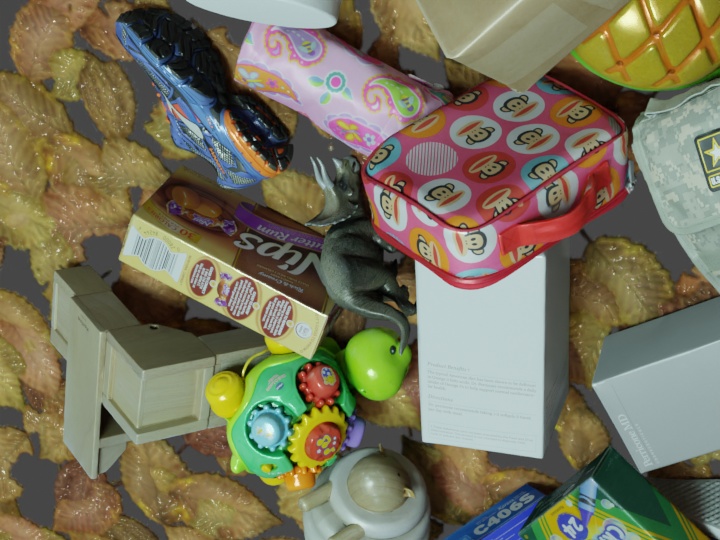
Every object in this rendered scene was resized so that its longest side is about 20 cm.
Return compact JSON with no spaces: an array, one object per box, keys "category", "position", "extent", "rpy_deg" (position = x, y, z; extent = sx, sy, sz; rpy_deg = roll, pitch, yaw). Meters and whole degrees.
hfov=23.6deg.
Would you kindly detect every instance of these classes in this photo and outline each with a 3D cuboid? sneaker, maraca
[{"category":"sneaker","position":[-0.152,-0.148,1.540],"extent":[0.078,0.075,0.200],"rpy_deg":[-36,99,34]},{"category":"sneaker","position":[0.315,0.254,1.584],"extent":[0.198,0.073,0.116],"rpy_deg":[6,122,29]},{"category":"maraca","position":[0.251,-0.201,1.346],"extent":[0.197,0.107,0.138],"rpy_deg":[9,125,3]}]

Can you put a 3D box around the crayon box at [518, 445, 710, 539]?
[{"category":"crayon box","position":[0.254,0.265,1.545],"extent":[0.200,0.052,0.126],"rpy_deg":[42,137,1]}]

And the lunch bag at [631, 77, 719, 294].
[{"category":"lunch bag","position":[0.323,-0.070,1.345],"extent":[0.163,0.118,0.200],"rpy_deg":[-22,118,46]}]

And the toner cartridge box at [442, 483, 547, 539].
[{"category":"toner cartridge box","position":[0.104,0.296,1.620],"extent":[0.199,0.043,0.096],"rpy_deg":[-31,109,-14]}]

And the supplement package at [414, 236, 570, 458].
[{"category":"supplement package","position":[0.119,0.044,1.512],"extent":[0.115,0.117,0.202],"rpy_deg":[7,119,17]}]

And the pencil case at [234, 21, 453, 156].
[{"category":"pencil case","position":[-0.010,-0.155,1.479],"extent":[0.198,0.088,0.088],"rpy_deg":[29,122,3]}]

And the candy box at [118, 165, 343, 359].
[{"category":"candy box","position":[-0.106,-0.009,1.567],"extent":[0.198,0.117,0.057],"rpy_deg":[26,122,6]}]

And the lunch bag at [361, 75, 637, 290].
[{"category":"lunch bag","position":[0.119,-0.073,1.380],"extent":[0.176,0.199,0.083],"rpy_deg":[34,147,44]}]

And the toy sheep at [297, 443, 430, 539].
[{"category":"toy sheep","position":[0.003,0.244,1.652],"extent":[0.137,0.139,0.201],"rpy_deg":[24,142,6]}]

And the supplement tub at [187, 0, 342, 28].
[{"category":"supplement tub","position":[-0.063,-0.302,1.348],"extent":[0.130,0.132,0.203],"rpy_deg":[8,89,16]}]

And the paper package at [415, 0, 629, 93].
[{"category":"paper package","position":[0.128,-0.270,1.294],"extent":[0.200,0.103,0.192],"rpy_deg":[-40,58,25]}]

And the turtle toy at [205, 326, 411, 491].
[{"category":"turtle toy","position":[-0.042,0.122,1.597],"extent":[0.101,0.200,0.146],"rpy_deg":[35,162,45]}]

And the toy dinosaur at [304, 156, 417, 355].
[{"category":"toy dinosaur","position":[0.000,0.000,1.525],"extent":[0.101,0.202,0.077],"rpy_deg":[9,144,-22]}]

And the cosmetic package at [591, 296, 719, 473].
[{"category":"cosmetic package","position":[0.311,0.088,1.485],"extent":[0.198,0.090,0.107],"rpy_deg":[-25,110,26]}]

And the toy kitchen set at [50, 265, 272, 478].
[{"category":"toy kitchen set","position":[-0.189,0.105,1.685],"extent":[0.200,0.179,0.165],"rpy_deg":[40,130,45]}]
